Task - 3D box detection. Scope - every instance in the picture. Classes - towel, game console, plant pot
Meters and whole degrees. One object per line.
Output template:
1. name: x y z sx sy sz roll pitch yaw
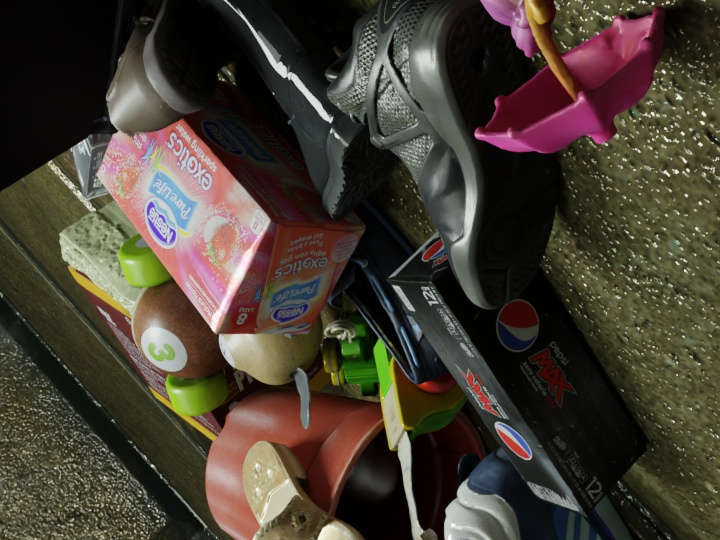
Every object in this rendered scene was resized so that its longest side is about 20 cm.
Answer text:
1. towel: -0.196 -0.030 1.246 0.199 0.148 0.037 32 153 47
2. game console: -0.216 -0.180 0.901 0.201 0.115 0.177 115 145 -52
3. plant pot: -0.023 0.193 1.149 0.194 0.201 0.202 12 140 45

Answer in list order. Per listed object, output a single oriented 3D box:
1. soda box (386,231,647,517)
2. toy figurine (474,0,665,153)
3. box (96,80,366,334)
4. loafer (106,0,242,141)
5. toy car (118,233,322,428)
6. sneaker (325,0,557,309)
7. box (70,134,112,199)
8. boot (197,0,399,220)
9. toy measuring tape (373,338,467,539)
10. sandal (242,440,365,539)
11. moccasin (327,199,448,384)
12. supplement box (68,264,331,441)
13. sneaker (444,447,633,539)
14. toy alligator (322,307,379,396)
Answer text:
1. soda box: 0.106 0.063 0.866 0.201 0.071 0.063 56 159 -18
2. toy figurine: 0.060 -0.137 0.551 0.201 0.149 0.185 62 -179 36
3. box: -0.101 -0.052 0.966 0.200 0.094 0.103 49 121 35
4. loafer: -0.134 -0.148 0.883 0.073 0.071 0.200 55 -163 -17
5. toy car: -0.096 0.054 1.092 0.200 0.156 0.166 36 146 57
6. sneaker: 0.047 -0.074 0.744 0.114 0.076 0.201 30 150 47
7. box: -0.237 -0.161 1.134 0.200 0.049 0.160 148 106 -74
8. boot: -0.058 -0.141 0.858 0.200 0.066 0.165 47 164 11
9. toy measuring tape: 0.057 0.122 1.007 0.074 0.073 0.202 80 179 -56
10. sandal: -0.059 0.203 0.990 0.069 0.078 0.212 16 -159 -37
11. moccasin: 0.000 0.000 0.986 0.200 0.068 0.081 44 160 15
12. supplement box: -0.166 0.054 1.351 0.197 0.133 0.201 25 149 50
13. sneaker: 0.128 0.221 0.996 0.080 0.146 0.201 24 149 50
14. toy alligator: -0.003 0.056 1.104 0.200 0.058 0.055 69 -163 -67
